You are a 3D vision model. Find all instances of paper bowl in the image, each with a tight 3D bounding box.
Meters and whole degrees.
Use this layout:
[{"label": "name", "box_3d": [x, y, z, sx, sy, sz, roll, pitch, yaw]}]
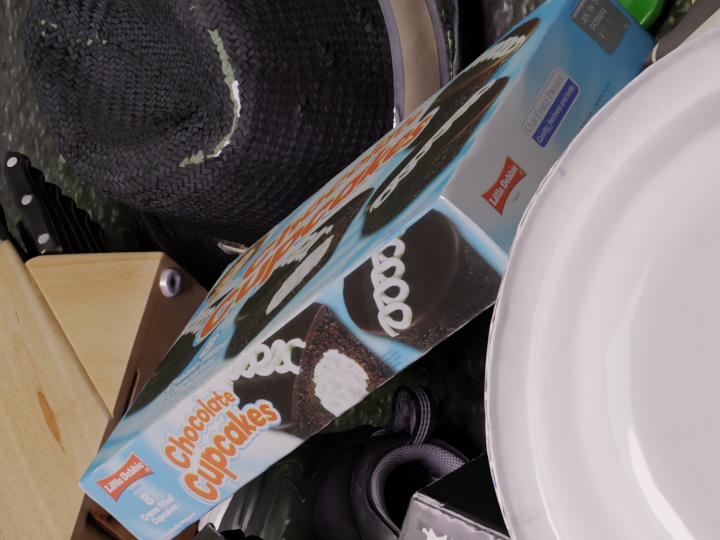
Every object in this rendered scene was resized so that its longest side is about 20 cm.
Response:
[{"label": "paper bowl", "box_3d": [0.129, 0.030, 0.731, 0.199, 0.104, 0.202, -2, 81, 14]}]

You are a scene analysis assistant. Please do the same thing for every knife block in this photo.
[{"label": "knife block", "box_3d": [-0.134, 0.052, 1.061, 0.175, 0.064, 0.201, -4, 59, 34]}]

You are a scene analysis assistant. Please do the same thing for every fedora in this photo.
[{"label": "fedora", "box_3d": [-0.054, -0.073, 1.023, 0.200, 0.091, 0.202, -4, 85, 49]}]

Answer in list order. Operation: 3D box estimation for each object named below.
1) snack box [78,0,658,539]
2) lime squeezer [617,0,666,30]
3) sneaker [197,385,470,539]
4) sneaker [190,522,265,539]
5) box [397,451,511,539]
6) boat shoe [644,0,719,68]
[{"label": "snack box", "box_3d": [0.000, 0.000, 0.891, 0.037, 0.116, 0.200, 42, 135, -9]}, {"label": "lime squeezer", "box_3d": [0.070, -0.105, 0.924, 0.070, 0.038, 0.201, 6, 93, 49]}, {"label": "sneaker", "box_3d": [0.009, 0.138, 0.952, 0.114, 0.075, 0.201, -32, 62, 46]}, {"label": "sneaker", "box_3d": [-0.058, 0.141, 0.932, 0.077, 0.111, 0.200, 56, 164, 15]}, {"label": "box", "box_3d": [0.059, 0.173, 0.855, 0.141, 0.079, 0.201, 23, 108, 16]}, {"label": "boat shoe", "box_3d": [0.154, -0.093, 0.801, 0.201, 0.072, 0.061, -35, 24, 41]}]
